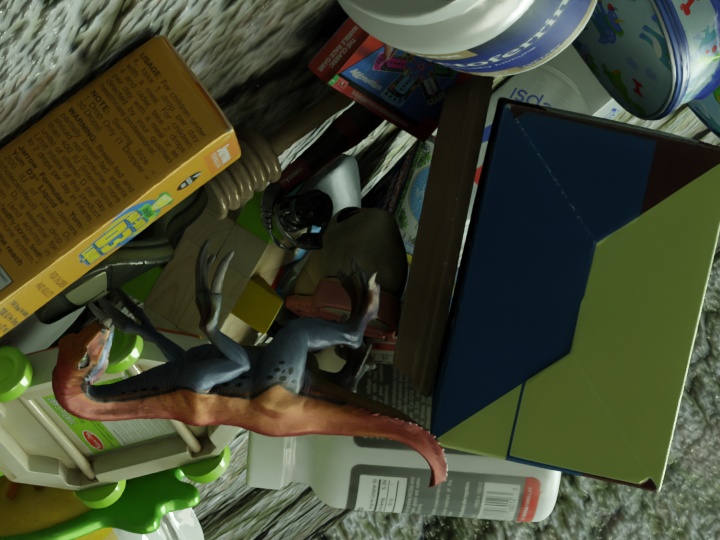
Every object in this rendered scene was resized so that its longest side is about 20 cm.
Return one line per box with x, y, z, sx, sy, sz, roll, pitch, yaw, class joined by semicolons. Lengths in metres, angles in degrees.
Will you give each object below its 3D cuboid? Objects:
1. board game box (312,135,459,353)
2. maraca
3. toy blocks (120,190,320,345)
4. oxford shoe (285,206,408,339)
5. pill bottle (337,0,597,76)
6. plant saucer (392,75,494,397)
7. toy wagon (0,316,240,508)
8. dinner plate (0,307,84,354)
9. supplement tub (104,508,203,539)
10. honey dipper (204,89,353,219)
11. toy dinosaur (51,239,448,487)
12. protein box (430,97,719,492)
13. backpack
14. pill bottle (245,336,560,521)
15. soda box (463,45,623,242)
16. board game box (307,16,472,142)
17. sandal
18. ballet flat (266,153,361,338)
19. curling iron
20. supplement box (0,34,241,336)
0.022;0.014;1.830;0.200;0.062;0.200;-43;-156;59;board game box
-0.199;0.139;1.683;0.200;0.107;0.137;-4;-150;5;maraca
-0.096;0.027;1.679;0.200;0.100;0.137;-59;171;12;toy blocks
0.000;0.000;1.655;0.200;0.070;0.075;167;-61;-79;oxford shoe
0.045;-0.158;1.278;0.116;0.116;0.200;-40;169;12;pill bottle
0.048;-0.025;1.576;0.200;0.029;0.200;11;90;-89;plant saucer
-0.172;0.089;1.563;0.200;0.040;0.155;-14;146;12;toy wagon
-0.216;0.040;1.538;0.200;0.024;0.200;-37;170;-8;dinner plate
-0.228;0.203;1.888;0.200;0.145;0.145;-35;170;-15;supplement tub
-0.017;-0.099;1.570;0.200;0.038;0.038;-37;171;-21;honey dipper
-0.069;0.056;1.424;0.181;0.200;0.105;-28;160;-28;toy dinosaur
0.126;0.008;1.559;0.200;0.135;0.199;-64;167;-85;protein box
0.198;-0.168;1.525;0.147;0.200;0.183;-35;171;-14;backpack
0.028;0.100;1.720;0.200;0.116;0.116;5;165;-3;pill bottle
0.106;-0.090;1.956;0.200;0.063;0.068;-40;170;13;soda box
0.038;-0.134;1.541;0.103;0.019;0.200;-50;163;6;board game box
-0.139;-0.023;1.441;0.080;0.057;0.201;-28;-170;15;sandal
-0.034;-0.010;1.820;0.073;0.073;0.200;-31;168;-35;ballet flat
-0.007;-0.076;1.623;0.026;0.050;0.200;1;-145;32;curling iron
-0.156;-0.029;1.305;0.200;0.069;0.067;-39;173;-3;supplement box
